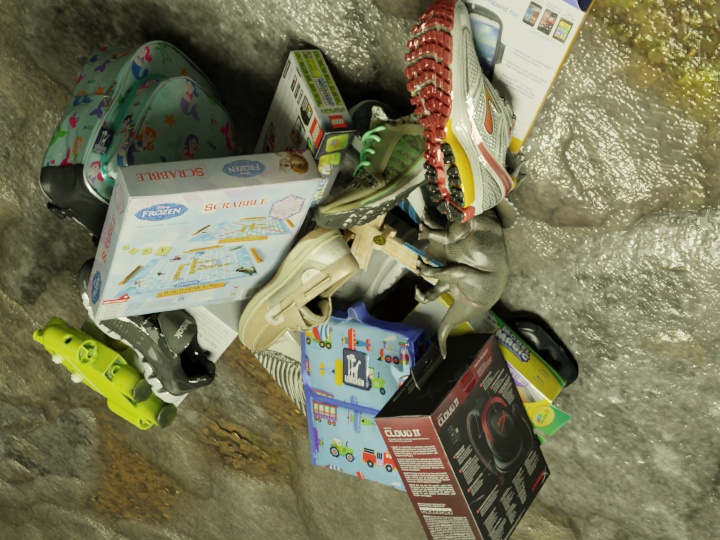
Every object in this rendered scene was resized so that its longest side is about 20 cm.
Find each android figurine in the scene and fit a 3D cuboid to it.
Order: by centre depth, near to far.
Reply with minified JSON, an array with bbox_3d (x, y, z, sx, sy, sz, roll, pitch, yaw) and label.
[{"bbox_3d":[-0.304,0.118,1.608,0.199,0.041,0.183,24,159,33],"label":"android figurine"}]

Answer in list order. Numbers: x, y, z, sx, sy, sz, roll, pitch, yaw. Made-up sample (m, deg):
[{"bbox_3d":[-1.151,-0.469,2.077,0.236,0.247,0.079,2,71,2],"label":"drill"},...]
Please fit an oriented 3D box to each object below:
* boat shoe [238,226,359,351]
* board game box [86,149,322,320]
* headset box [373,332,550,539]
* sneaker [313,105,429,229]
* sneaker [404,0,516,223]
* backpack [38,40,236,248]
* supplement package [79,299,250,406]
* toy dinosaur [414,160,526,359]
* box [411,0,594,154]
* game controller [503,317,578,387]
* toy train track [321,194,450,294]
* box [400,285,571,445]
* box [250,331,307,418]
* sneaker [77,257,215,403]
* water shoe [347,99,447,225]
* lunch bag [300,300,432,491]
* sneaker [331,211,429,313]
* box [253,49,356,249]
[{"bbox_3d":[-0.065,0.034,1.440,0.065,0.072,0.200,52,133,13],"label":"boat shoe"},{"bbox_3d":[-0.158,-0.034,1.370,0.041,0.198,0.200,66,148,29],"label":"board game box"},{"bbox_3d":[0.104,0.171,1.406,0.074,0.149,0.202,-7,117,38],"label":"headset box"},{"bbox_3d":[0.023,-0.109,1.317,0.089,0.199,0.077,54,152,3],"label":"sneaker"},{"bbox_3d":[0.095,-0.150,1.256,0.078,0.081,0.202,27,133,55],"label":"sneaker"},{"bbox_3d":[-0.220,-0.135,1.426,0.149,0.202,0.177,-7,149,34],"label":"backpack"},{"bbox_3d":[-0.203,0.026,1.602,0.151,0.151,0.200,38,139,-4],"label":"supplement package"},{"bbox_3d":[0.105,-0.010,1.335,0.101,0.077,0.203,5,93,4],"label":"toy dinosaur"},{"bbox_3d":[0.131,-0.212,1.251,0.118,0.042,0.201,30,136,6],"label":"box"},{"bbox_3d":[0.147,0.110,1.544,0.104,0.042,0.199,40,141,-27],"label":"game controller"},{"bbox_3d":[0.037,-0.012,1.404,0.199,0.033,0.115,32,139,12],"label":"toy train track"},{"bbox_3d":[0.131,0.108,1.480,0.200,0.048,0.117,45,136,4],"label":"box"},{"bbox_3d":[-0.040,0.131,1.654,0.082,0.069,0.201,-22,113,44],"label":"box"},{"bbox_3d":[-0.222,0.059,1.485,0.090,0.067,0.201,-12,125,35],"label":"sneaker"},{"bbox_3d":[0.056,-0.093,1.402,0.200,0.072,0.079,48,162,-11],"label":"water shoe"},{"bbox_3d":[0.016,0.123,1.499,0.149,0.094,0.202,10,123,35],"label":"lunch bag"},{"bbox_3d":[0.000,0.000,1.520,0.082,0.075,0.200,47,132,7],"label":"sneaker"},{"bbox_3d":[-0.066,-0.117,1.423,0.111,0.034,0.201,66,149,29],"label":"box"}]
